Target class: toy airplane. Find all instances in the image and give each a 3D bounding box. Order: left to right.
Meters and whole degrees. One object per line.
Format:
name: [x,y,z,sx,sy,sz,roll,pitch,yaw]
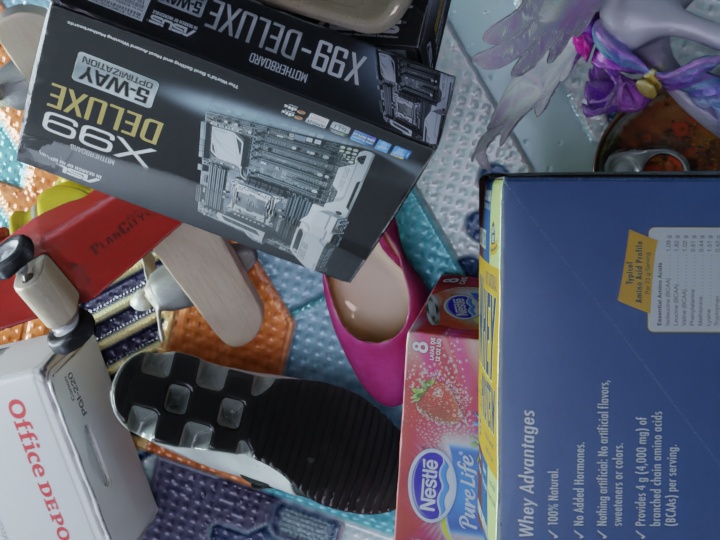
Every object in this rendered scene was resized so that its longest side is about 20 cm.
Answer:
toy airplane: [-0.138,-0.053,1.078,0.199,0.141,0.200,5,108,-24]

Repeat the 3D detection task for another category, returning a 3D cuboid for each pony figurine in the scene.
pony figurine: [0.147,-0.138,0.955,0.200,0.167,0.193,28,71,5]

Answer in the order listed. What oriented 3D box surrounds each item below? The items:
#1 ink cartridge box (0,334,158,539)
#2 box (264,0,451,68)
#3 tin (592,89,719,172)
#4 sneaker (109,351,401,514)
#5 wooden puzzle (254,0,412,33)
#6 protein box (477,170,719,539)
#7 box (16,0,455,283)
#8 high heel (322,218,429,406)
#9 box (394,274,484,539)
ink cartridge box: [-0.254,0.132,1.194,0.200,0.085,0.146,-12,106,20]
box: [-0.047,-0.170,0.989,0.200,0.159,0.048,6,146,13]
tin: [0.233,-0.052,1.023,0.200,0.042,0.112,6,107,13]
sneaker: [-0.062,0.100,1.145,0.200,0.089,0.074,22,78,-7]
wooden puzzle: [-0.025,-0.202,0.954,0.200,0.185,0.046,16,147,25]
protein box: [0.164,0.048,0.935,0.200,0.135,0.199,0,94,0]
box: [-0.070,-0.078,0.935,0.200,0.050,0.158,21,150,-8]
high heel: [0.000,0.000,1.070,0.067,0.096,0.200,2,110,14]
box: [0.077,0.114,1.091,0.095,0.100,0.200,8,112,12]
